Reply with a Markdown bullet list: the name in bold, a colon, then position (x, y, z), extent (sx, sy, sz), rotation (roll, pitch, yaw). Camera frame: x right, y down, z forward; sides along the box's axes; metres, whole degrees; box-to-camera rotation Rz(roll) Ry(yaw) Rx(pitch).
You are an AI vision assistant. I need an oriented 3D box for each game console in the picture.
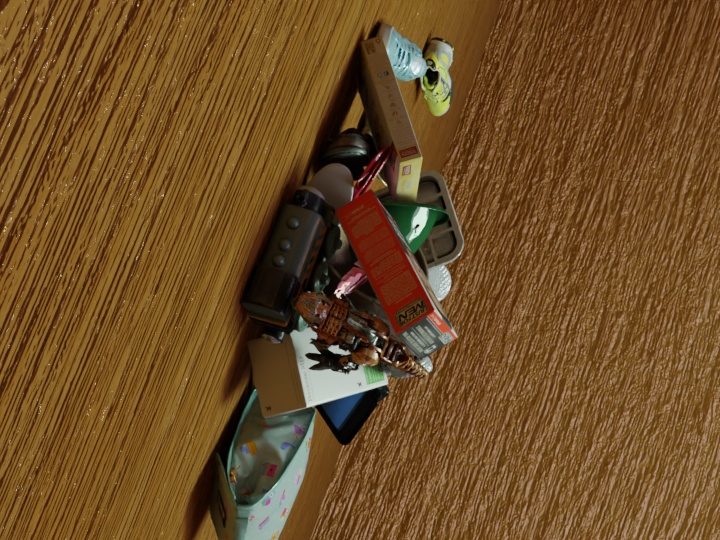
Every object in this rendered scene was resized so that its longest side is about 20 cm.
- **game console**: position (-0.054, 0.144, 1.836), extent (0.116, 0.201, 0.176), rotation (-36, 147, -4)

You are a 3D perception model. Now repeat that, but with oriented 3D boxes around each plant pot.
- **plant pot**: position (0.000, 0.000, 1.788), extent (0.093, 0.199, 0.202), rotation (-52, -173, 39)

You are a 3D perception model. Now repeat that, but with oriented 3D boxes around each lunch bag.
- **lunch bag**: position (-0.148, 0.302, 1.653), extent (0.172, 0.120, 0.201), rotation (104, 6, -46)

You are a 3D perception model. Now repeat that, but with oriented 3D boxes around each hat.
- **hat**: position (0.032, 0.004, 1.688), extent (0.166, 0.196, 0.179), rotation (104, -14, -78)

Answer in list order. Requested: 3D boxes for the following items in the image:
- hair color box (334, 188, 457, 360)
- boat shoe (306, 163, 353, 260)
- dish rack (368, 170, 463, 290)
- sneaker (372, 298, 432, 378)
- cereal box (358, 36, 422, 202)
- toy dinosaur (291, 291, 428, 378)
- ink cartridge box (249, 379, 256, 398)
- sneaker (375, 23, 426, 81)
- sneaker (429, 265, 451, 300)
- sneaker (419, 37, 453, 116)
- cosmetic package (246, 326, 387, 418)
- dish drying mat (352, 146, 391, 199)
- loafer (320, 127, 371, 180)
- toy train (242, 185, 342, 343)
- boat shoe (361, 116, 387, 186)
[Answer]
- **hair color box**: position (0.045, 0.005, 1.491), extent (0.061, 0.202, 0.102), rotation (-30, 150, 8)
- **boat shoe**: position (-0.063, -0.059, 1.612), extent (0.057, 0.068, 0.202), rotation (-67, 180, -73)
- **dish rack**: position (0.064, -0.057, 1.892), extent (0.044, 0.197, 0.174), rotation (53, 18, -61)
- **sneaker**: position (0.058, 0.093, 1.704), extent (0.200, 0.074, 0.117), rotation (166, -86, -84)
- **cereal box**: position (0.040, -0.210, 1.658), extent (0.144, 0.039, 0.203), rotation (93, -18, -67)
- **toy dinosaur**: position (-0.005, 0.090, 1.460), extent (0.102, 0.201, 0.135), rotation (-45, -165, -20)
- **ink cartridge box**: position (-0.109, 0.172, 1.765), extent (0.148, 0.084, 0.202), rotation (-63, 168, -46)
- **sneaker**: position (0.063, -0.330, 1.782), extent (0.200, 0.081, 0.075), rotation (-41, 149, -77)
- **sneaker**: position (0.051, 0.054, 1.917), extent (0.199, 0.076, 0.113), rotation (-33, -166, -22)
- **sneaker**: position (0.148, -0.389, 2.411), extent (0.077, 0.074, 0.201), rotation (-58, 158, -29)
- **cosmetic package**: position (-0.057, 0.130, 1.611), extent (0.199, 0.084, 0.109), rotation (-10, 85, -56)
- **dish drying mat**: position (0.009, -0.126, 1.663), extent (0.077, 0.018, 0.200), rotation (-57, 180, -10)
- **loafer**: position (-0.022, -0.174, 1.655), extent (0.200, 0.071, 0.064), rotation (112, -20, -83)
- **toy train**: position (-0.086, -0.009, 1.490), extent (0.114, 0.084, 0.203), rotation (65, 44, -67)
- **boat shoe**: position (0.029, -0.202, 1.952), extent (0.063, 0.072, 0.201), rotation (-61, 159, -23)
